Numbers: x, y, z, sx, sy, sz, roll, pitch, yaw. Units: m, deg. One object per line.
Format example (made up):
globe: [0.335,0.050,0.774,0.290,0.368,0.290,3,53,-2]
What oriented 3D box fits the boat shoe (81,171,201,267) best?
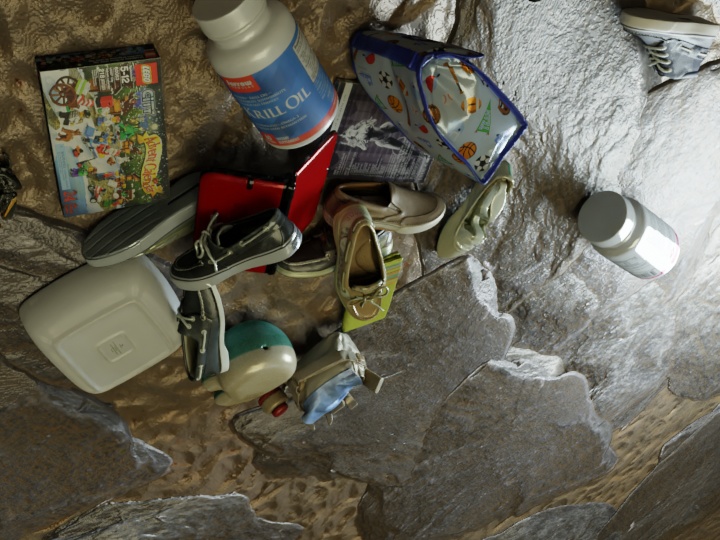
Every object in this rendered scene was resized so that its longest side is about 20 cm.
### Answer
boat shoe: [-0.269,-0.055,1.135,0.199,0.072,0.062,-29,145,-7]

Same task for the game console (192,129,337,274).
game console: [-0.132,-0.098,1.159,0.170,0.120,0.201,8,145,-10]

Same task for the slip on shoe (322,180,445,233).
slip on shoe: [0.042,-0.102,1.278,0.198,0.077,0.061,0,139,-21]

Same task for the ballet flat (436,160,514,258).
ballet flat: [0.187,-0.085,1.384,0.069,0.070,0.201,6,125,-35]

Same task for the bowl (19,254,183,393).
bowl: [-0.352,0.084,1.211,0.198,0.075,0.201,-29,136,-5]

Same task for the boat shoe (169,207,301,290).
boat shoe: [-0.173,-0.031,1.086,0.197,0.074,0.068,-12,136,30]

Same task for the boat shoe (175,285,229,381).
boat shoe: [-0.228,0.078,1.210,0.060,0.076,0.202,-23,129,-25]

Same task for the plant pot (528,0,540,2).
plant pot: [0.224,-0.441,0.999,0.198,0.200,0.178,-26,148,-8]

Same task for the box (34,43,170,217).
box: [-0.305,-0.166,1.035,0.135,0.038,0.202,-13,134,-21]

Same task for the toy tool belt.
toy tool belt: [-0.066,0.205,1.432,0.200,0.123,0.125,-42,164,9]

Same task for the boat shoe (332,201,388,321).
boat shoe: [0.000,0.000,1.246,0.073,0.063,0.202,-20,127,-12]

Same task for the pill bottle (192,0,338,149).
pill bottle: [-0.114,-0.248,1.020,0.112,0.113,0.200,-35,137,2]

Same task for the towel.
towel: [0.014,0.038,1.385,0.085,0.018,0.201,-17,153,-16]

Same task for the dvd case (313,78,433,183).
dvd case: [0.032,-0.195,1.227,0.198,0.016,0.150,-1,129,-31]

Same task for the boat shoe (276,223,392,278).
boat shoe: [-0.038,-0.043,1.290,0.199,0.072,0.067,-14,129,-27]

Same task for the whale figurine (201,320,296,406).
whale figurine: [-0.183,0.150,1.373,0.158,0.105,0.200,-10,157,-27]

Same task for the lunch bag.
lunch bag: [0.093,-0.230,1.105,0.199,0.170,0.124,35,90,-39]

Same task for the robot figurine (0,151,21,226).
robot figurine: [-0.469,-0.111,0.970,0.143,0.058,0.201,-17,134,-16]

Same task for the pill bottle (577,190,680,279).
pill bottle: [0.481,-0.065,1.544,0.199,0.114,0.114,24,114,-43]

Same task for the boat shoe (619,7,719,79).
boat shoe: [0.461,-0.340,1.306,0.198,0.075,0.094,-3,122,-30]
